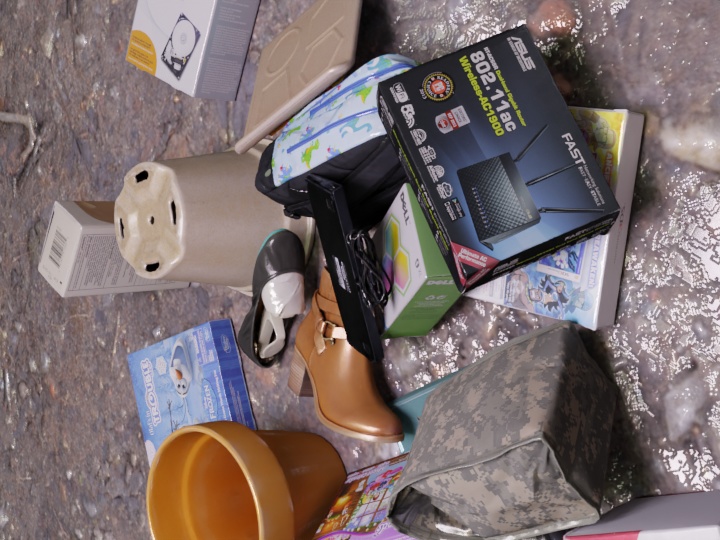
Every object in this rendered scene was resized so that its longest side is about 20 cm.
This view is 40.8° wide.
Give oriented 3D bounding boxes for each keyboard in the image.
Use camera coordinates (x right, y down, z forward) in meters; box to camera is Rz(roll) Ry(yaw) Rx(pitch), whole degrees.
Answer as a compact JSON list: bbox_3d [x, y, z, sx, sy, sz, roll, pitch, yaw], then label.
[{"bbox_3d":[0.000,0.000,0.976,0.104,0.039,0.202,35,144,57],"label":"keyboard"}]

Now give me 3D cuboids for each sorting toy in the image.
[{"bbox_3d":[-0.058,-0.234,1.079,0.184,0.036,0.202,-30,36,38],"label":"sorting toy"}]

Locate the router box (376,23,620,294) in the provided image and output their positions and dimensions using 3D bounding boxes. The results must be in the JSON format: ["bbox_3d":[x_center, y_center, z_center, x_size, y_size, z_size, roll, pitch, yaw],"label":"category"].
[{"bbox_3d":[0.118,-0.101,0.864,0.148,0.062,0.202,-22,75,-6],"label":"router box"}]

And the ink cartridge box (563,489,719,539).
[{"bbox_3d":[0.283,0.299,0.804,0.144,0.144,0.203,-17,81,40],"label":"ink cartridge box"}]

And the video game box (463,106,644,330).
[{"bbox_3d":[0.173,-0.061,0.943,0.181,0.046,0.203,15,103,42],"label":"video game box"}]

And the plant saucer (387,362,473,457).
[{"bbox_3d":[0.104,0.144,1.035,0.199,0.019,0.071,-31,73,37],"label":"plant saucer"}]

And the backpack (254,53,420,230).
[{"bbox_3d":[0.012,-0.129,1.002,0.199,0.162,0.156,-11,64,54],"label":"backpack"}]

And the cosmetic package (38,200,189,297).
[{"bbox_3d":[-0.307,-0.031,1.263,0.071,0.199,0.106,37,115,34],"label":"cosmetic package"}]

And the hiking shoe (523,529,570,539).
[{"bbox_3d":[0.121,0.289,0.972,0.198,0.100,0.077,-14,91,42],"label":"hiking shoe"}]

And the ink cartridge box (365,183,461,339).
[{"bbox_3d":[0.064,-0.019,0.968,0.200,0.058,0.105,123,140,-58],"label":"ink cartridge box"}]

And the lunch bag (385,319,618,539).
[{"bbox_3d":[0.125,0.162,0.900,0.198,0.165,0.118,-25,113,34],"label":"lunch bag"}]

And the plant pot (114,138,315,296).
[{"bbox_3d":[-0.187,-0.062,1.167,0.198,0.182,0.204,3,95,41],"label":"plant pot"}]

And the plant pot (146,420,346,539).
[{"bbox_3d":[-0.118,0.268,1.128,0.198,0.182,0.204,3,94,40],"label":"plant pot"}]

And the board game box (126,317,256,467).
[{"bbox_3d":[-0.229,0.188,1.313,0.198,0.043,0.203,-22,79,41],"label":"board game box"}]

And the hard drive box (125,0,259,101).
[{"bbox_3d":[-0.210,-0.340,1.239,0.155,0.076,0.203,30,112,35],"label":"hard drive box"}]

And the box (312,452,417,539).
[{"bbox_3d":[0.038,0.251,1.024,0.199,0.137,0.039,-29,108,38],"label":"box"}]

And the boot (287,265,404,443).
[{"bbox_3d":[-0.008,0.092,1.085,0.199,0.073,0.157,28,106,43],"label":"boot"}]

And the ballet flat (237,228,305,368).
[{"bbox_3d":[-0.098,0.043,1.157,0.069,0.067,0.201,59,146,35],"label":"ballet flat"}]
